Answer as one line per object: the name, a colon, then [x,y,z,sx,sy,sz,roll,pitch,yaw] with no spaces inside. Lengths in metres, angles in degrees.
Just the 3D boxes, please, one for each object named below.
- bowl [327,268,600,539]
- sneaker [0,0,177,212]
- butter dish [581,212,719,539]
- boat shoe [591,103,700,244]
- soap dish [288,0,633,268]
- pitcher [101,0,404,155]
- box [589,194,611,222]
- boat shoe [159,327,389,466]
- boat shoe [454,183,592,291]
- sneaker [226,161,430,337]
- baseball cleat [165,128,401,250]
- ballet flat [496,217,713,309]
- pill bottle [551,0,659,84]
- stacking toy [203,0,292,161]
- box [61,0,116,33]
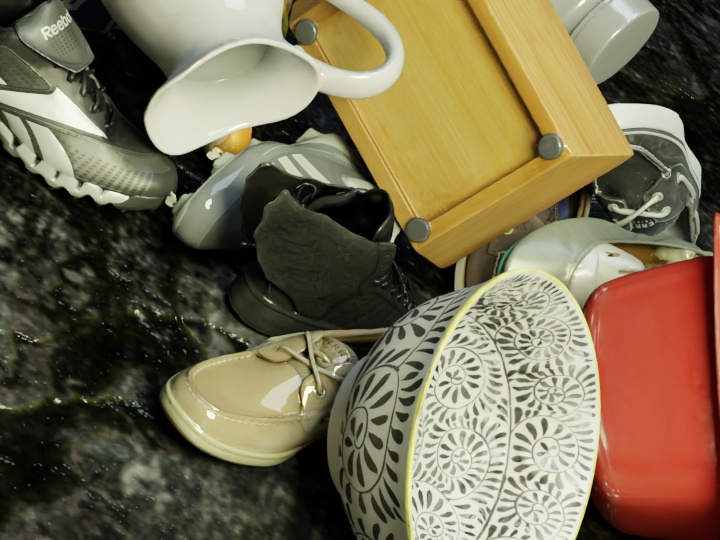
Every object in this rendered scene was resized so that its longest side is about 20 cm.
bowl: [0.043,0.093,1.370,0.094,0.202,0.200,9,13,33]
sneaker: [-0.184,-0.112,1.459,0.200,0.091,0.067,34,30,-7]
butter dish: [0.171,0.085,1.508,0.200,0.147,0.200,53,36,-70]
boat shoe: [0.187,-0.056,1.664,0.200,0.071,0.068,41,43,-67]
soap dish: [0.056,-0.119,1.571,0.201,0.157,0.081,61,28,2]
pitcher: [-0.075,-0.175,1.524,0.171,0.121,0.201,-6,53,-22]
box: [0.080,-0.107,1.790,0.200,0.048,0.194,4,47,-46]
boat shoe: [-0.030,0.061,1.406,0.200,0.065,0.072,-1,47,-49]
boat shoe: [0.113,-0.017,1.641,0.072,0.059,0.200,41,42,-23]
sneaker: [-0.001,-0.002,1.489,0.199,0.104,0.060,13,36,-37]
baseball cleat: [-0.035,-0.035,1.537,0.106,0.070,0.200,43,30,11]
ballet flat: [0.170,0.003,1.600,0.064,0.068,0.200,18,12,40]
pill bottle: [0.139,-0.243,1.986,0.200,0.111,0.111,46,30,16]
stacking toy: [-0.091,-0.148,1.629,0.109,0.116,0.201,25,44,-30]
box: [-0.233,-0.208,1.572,0.199,0.064,0.070,7,41,-42]
